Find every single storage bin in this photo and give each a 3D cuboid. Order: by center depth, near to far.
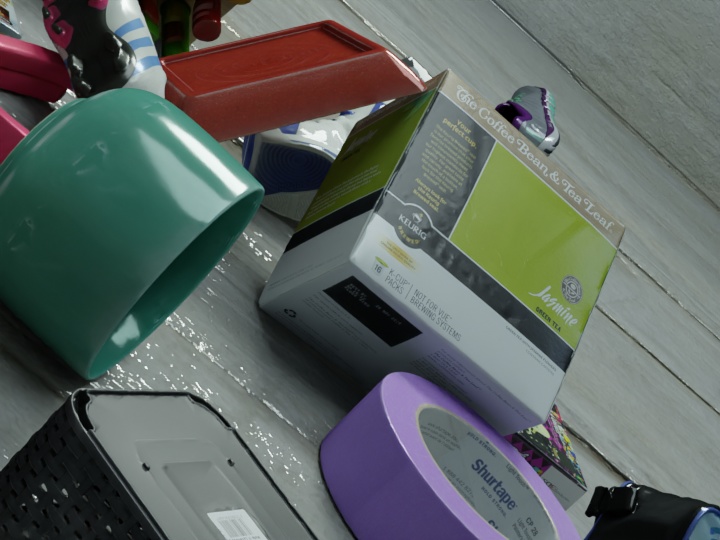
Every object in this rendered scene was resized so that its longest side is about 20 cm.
[{"bbox_3d":[-0.080,0.159,0.869,0.200,0.094,0.135,51,18,20],"label":"storage bin"}]

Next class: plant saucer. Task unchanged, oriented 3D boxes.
[{"bbox_3d":[-0.072,-0.151,1.429,0.200,0.199,0.037,-138,-145,-67],"label":"plant saucer"}]

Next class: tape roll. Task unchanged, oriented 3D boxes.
[{"bbox_3d":[0.066,0.165,1.265,0.200,0.066,0.200,41,16,-14],"label":"tape roll"}]

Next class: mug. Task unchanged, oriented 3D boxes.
[{"bbox_3d":[-0.155,-0.021,1.073,0.114,0.185,0.152,43,40,4],"label":"mug"}]

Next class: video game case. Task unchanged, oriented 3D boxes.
[{"bbox_3d":[0.103,0.096,1.574,0.181,0.036,0.200,37,18,-23],"label":"video game case"}]

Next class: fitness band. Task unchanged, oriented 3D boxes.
[{"bbox_3d":[-0.210,-0.099,1.299,0.144,0.037,0.200,54,19,20],"label":"fitness band"}]

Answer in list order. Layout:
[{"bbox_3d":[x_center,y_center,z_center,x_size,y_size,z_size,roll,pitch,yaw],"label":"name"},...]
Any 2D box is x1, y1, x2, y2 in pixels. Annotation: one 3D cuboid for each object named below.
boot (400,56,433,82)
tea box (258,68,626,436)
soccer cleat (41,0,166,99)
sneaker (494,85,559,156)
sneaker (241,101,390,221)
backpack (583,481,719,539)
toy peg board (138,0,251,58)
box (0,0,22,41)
[{"bbox_3d":[0.058,-0.093,1.679,0.200,0.066,0.165,47,47,14],"label":"boot"},{"bbox_3d":[0.065,-0.005,1.401,0.200,0.134,0.197,40,57,-18],"label":"tea box"},{"bbox_3d":[-0.183,-0.158,1.343,0.086,0.070,0.200,54,11,-40],"label":"soccer cleat"},{"bbox_3d":[0.230,-0.231,2.635,0.087,0.074,0.200,33,20,-20],"label":"sneaker"},{"bbox_3d":[-0.013,-0.105,1.604,0.199,0.081,0.115,5,40,-22],"label":"sneaker"},{"bbox_3d":[0.219,0.258,1.181,0.147,0.183,0.200,15,-20,50],"label":"backpack"},{"bbox_3d":[-0.164,-0.276,1.587,0.200,0.199,0.098,33,35,-34],"label":"toy peg board"},{"bbox_3d":[-0.339,-0.237,1.310,0.200,0.040,0.137,33,21,-36],"label":"box"}]
